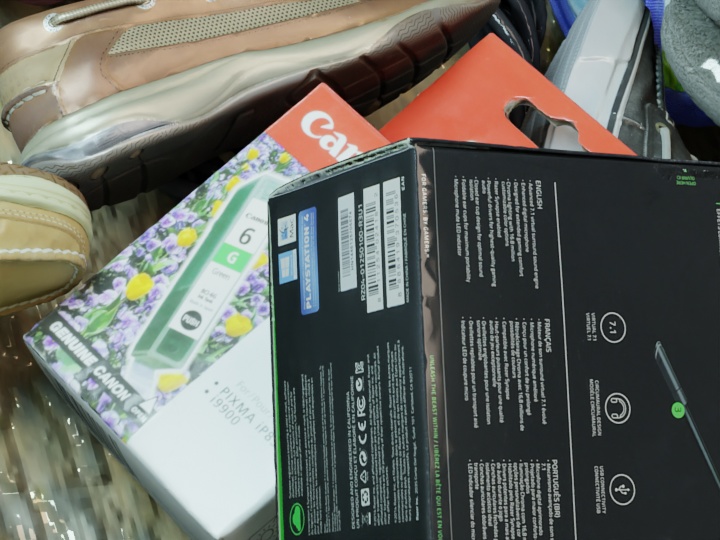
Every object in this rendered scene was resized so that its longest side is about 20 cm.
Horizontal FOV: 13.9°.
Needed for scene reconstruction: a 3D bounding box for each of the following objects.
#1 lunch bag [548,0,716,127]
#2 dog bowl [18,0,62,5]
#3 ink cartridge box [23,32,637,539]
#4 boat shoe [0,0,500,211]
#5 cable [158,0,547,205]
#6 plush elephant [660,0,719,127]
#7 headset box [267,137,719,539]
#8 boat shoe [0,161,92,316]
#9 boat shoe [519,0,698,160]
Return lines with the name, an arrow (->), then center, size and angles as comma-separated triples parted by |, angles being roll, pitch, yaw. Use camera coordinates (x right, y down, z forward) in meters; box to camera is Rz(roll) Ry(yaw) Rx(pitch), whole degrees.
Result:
lunch bag -> 0.162, -0.150, 1.205 | 0.170, 0.127, 0.201 | -1, 67, -23
dog bowl -> -0.092, -0.179, 1.038 | 0.074, 0.200, 0.201 | 40, 46, -25
ink cartridge box -> 0.000, 0.000, 0.974 | 0.200, 0.050, 0.109 | -41, 59, -11
boat shoe -> -0.038, -0.084, 1.023 | 0.200, 0.076, 0.072 | -20, 75, -33
cable -> -0.004, -0.081, 1.106 | 0.199, 0.051, 0.164 | -5, 65, -34
plush elephant -> 0.202, -0.068, 1.087 | 0.164, 0.155, 0.200 | -20, 52, 4
headset box -> 0.082, 0.057, 0.888 | 0.199, 0.093, 0.175 | 1, 81, -29
boat shoe -> -0.177, 0.015, 0.931 | 0.199, 0.072, 0.076 | -7, 59, -20
boat shoe -> 0.091, -0.023, 1.068 | 0.071, 0.072, 0.200 | 22, 47, -8
